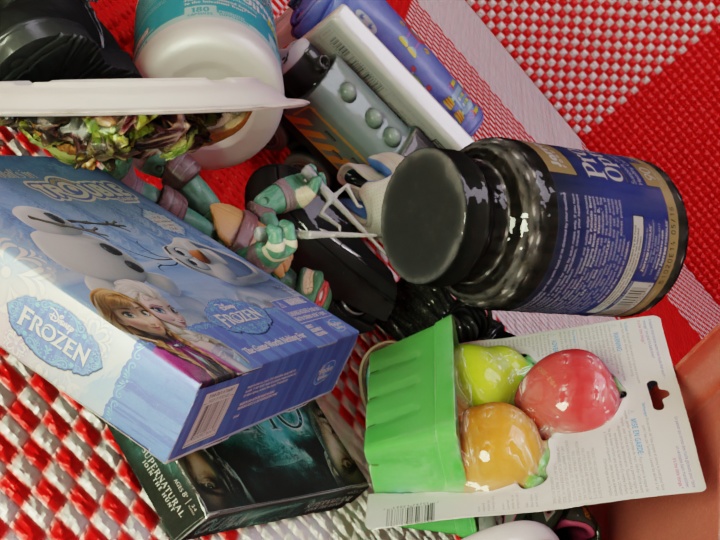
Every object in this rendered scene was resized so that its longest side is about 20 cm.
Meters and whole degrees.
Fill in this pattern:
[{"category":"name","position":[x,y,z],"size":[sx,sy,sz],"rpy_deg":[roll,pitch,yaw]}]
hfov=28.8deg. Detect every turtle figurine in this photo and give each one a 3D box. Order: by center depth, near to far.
[{"category":"turtle figurine","position":[-0.072,-0.026,0.900],"size":[0.198,0.101,0.150],"rpy_deg":[32,13,-15]}]

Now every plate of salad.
[{"category":"plate of salad","position":[-0.125,-0.079,0.753],"size":[0.200,0.197,0.049],"rpy_deg":[-29,120,-73]}]

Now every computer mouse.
[{"category":"computer mouse","position":[0.000,0.000,0.994],"size":[0.201,0.140,0.046],"rpy_deg":[52,44,-8]}]

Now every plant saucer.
[{"category":"plant saucer","position":[0.182,0.165,0.864],"size":[0.036,0.200,0.202],"rpy_deg":[23,49,-9]}]

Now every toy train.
[{"category":"toy train","position":[-0.013,-0.110,1.169],"size":[0.200,0.113,0.086],"rpy_deg":[45,56,-19]}]

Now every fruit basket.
[{"category":"fruit basket","position":[0.102,0.097,0.878],"size":[0.186,0.197,0.095],"rpy_deg":[-87,172,-60]}]

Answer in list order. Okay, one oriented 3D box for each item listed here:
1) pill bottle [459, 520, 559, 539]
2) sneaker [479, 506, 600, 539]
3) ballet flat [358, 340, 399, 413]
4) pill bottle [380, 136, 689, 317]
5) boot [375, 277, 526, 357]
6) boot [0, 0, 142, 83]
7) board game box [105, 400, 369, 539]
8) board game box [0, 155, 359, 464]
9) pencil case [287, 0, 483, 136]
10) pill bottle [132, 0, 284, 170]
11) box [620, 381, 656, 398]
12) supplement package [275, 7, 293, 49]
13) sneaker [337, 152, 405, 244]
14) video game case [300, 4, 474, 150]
[{"category":"pill bottle","position":[0.102,0.248,0.769],"size":[0.112,0.112,0.201],"rpy_deg":[24,32,-55]},{"category":"sneaker","position":[0.121,0.163,0.915],"size":[0.080,0.086,0.202],"rpy_deg":[22,50,-29]},{"category":"ballet flat","position":[0.065,0.135,1.006],"size":[0.201,0.069,0.069],"rpy_deg":[53,17,-2]},{"category":"pill bottle","position":[0.115,-0.028,0.930],"size":[0.198,0.112,0.113],"rpy_deg":[4,45,-38]},{"category":"boot","position":[0.090,0.054,1.072],"size":[0.159,0.079,0.211],"rpy_deg":[54,-26,0]},{"category":"boot","position":[-0.221,-0.178,0.870],"size":[0.163,0.073,0.198],"rpy_deg":[55,10,4]},{"category":"board game box","position":[-0.077,0.080,0.791],"size":[0.136,0.028,0.199],"rpy_deg":[56,18,17]},{"category":"board game box","position":[-0.120,0.006,0.687],"size":[0.197,0.044,0.200],"rpy_deg":[31,13,14]},{"category":"pencil case","position":[0.020,-0.180,1.247],"size":[0.200,0.087,0.078],"rpy_deg":[46,2,-13]},{"category":"pill bottle","position":[-0.116,-0.169,1.053],"size":[0.111,0.110,0.201],"rpy_deg":[41,20,-29]},{"category":"box","position":[0.267,0.200,1.268],"size":[0.199,0.124,0.198],"rpy_deg":[32,24,-48]},{"category":"supplement package","position":[-0.026,-0.221,1.384],"size":[0.114,0.109,0.200],"rpy_deg":[46,17,-14]},{"category":"sneaker","position":[0.053,-0.054,1.081],"size":[0.145,0.081,0.200],"rpy_deg":[30,14,-3]},{"category":"video game case","position":[0.012,-0.125,1.229],"size":[0.200,0.023,0.181],"rpy_deg":[45,-26,-12]}]
